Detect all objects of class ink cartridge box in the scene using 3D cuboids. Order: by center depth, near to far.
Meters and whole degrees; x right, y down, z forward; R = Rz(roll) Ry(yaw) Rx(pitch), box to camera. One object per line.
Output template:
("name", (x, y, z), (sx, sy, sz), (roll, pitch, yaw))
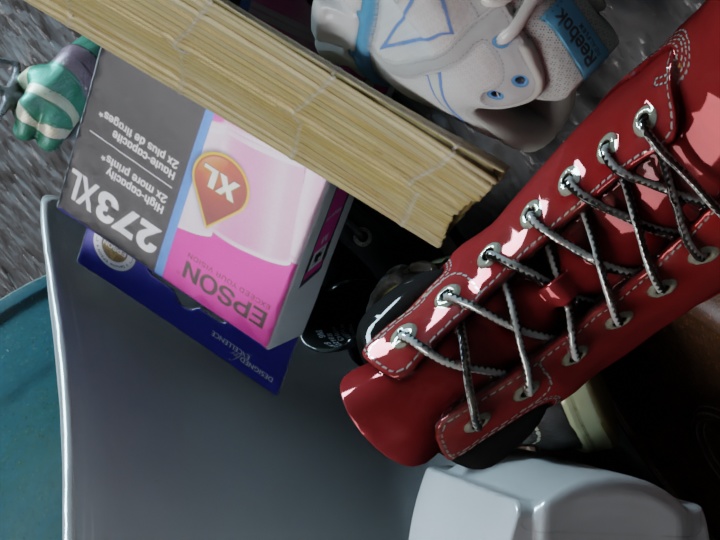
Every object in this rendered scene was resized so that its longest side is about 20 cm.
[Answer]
("ink cartridge box", (-0.047, -0.043, 0.875), (0.094, 0.037, 0.201), (33, 134, 13))

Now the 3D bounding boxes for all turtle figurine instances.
("turtle figurine", (-0.105, -0.104, 0.962), (0.200, 0.100, 0.150), (44, -162, -41))

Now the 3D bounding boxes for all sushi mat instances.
("sushi mat", (-0.050, -0.069, 0.780), (0.199, 0.012, 0.096), (31, 167, -4))

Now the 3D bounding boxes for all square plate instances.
("square plate", (-0.034, 0.078, 0.964), (0.197, 0.028, 0.201), (23, -143, -29))

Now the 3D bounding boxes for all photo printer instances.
("photo printer", (0.054, 0.141, 0.819), (0.200, 0.069, 0.167), (178, 94, -82))

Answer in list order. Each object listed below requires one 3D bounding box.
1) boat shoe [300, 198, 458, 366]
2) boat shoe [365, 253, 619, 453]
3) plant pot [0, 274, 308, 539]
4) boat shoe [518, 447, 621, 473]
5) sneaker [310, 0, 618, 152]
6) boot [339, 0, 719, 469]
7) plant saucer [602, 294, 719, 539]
("boat shoe", (0.001, 0.001, 0.969), (0.074, 0.066, 0.200), (34, 158, 45))
("boat shoe", (0.036, 0.029, 0.845), (0.201, 0.066, 0.072), (-126, 16, -83))
("plant pot", (-0.080, 0.129, 1.043), (0.188, 0.200, 0.200), (42, 162, 30))
("boat shoe", (0.105, 0.124, 0.982), (0.072, 0.076, 0.201), (-12, 112, 35))
("sneaker", (0.033, -0.090, 0.687), (0.087, 0.075, 0.200), (39, 170, 17))
("boot", (0.066, -0.009, 0.616), (0.073, 0.144, 0.200), (52, 161, 4))
("plant saucer", (0.131, 0.054, 0.792), (0.200, 0.034, 0.200), (45, 164, 17))
